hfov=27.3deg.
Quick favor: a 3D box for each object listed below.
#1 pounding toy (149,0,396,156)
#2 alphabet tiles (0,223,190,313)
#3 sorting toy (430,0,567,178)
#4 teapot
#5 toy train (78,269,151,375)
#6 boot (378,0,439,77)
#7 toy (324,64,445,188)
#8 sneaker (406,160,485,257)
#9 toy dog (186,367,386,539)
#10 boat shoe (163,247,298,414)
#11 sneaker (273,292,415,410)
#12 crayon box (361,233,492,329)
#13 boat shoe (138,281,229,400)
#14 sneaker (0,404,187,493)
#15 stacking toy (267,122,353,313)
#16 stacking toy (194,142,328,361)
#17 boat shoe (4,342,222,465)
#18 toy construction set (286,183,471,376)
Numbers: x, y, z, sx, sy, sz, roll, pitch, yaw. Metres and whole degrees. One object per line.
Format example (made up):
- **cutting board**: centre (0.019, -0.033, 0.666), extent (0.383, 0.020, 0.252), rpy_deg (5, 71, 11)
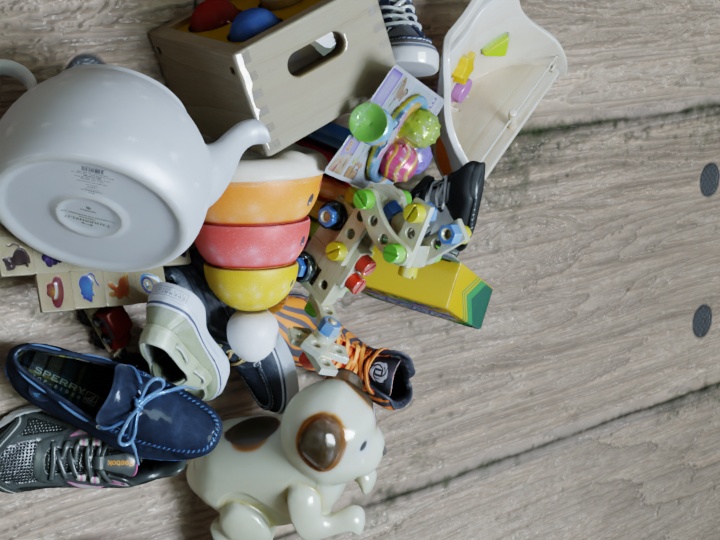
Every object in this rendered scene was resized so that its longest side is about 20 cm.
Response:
- **pounding toy**: centre (-0.076, -0.227, 1.370), extent (0.200, 0.184, 0.142), rpy_deg (-33, 121, -25)
- **alphabet tiles**: centre (-0.239, -0.049, 1.317), extent (0.200, 0.006, 0.167), rpy_deg (-5, 82, -44)
- **sorting toy**: centre (0.123, -0.210, 1.557), extent (0.200, 0.107, 0.180), rpy_deg (-54, 156, -22)
- **teapot**: centre (-0.214, -0.103, 1.232), extent (0.200, 0.197, 0.146), rpy_deg (41, 45, -41)
- **toy train**: centre (-0.231, 0.047, 1.358), extent (0.034, 0.046, 0.200), rpy_deg (-42, 125, -30)
- **boot**: centre (0.030, -0.237, 1.459), extent (0.073, 0.200, 0.091), rpy_deg (5, 92, -16)
- **toy**: centre (0.040, -0.119, 1.396), extent (0.115, 0.047, 0.200), rpy_deg (-57, 162, 6)
- **sneaker**: centre (0.073, -0.058, 1.541), extent (0.088, 0.200, 0.074), rpy_deg (18, 63, -4)
- **toy dog**: centre (-0.062, 0.175, 1.438), extent (0.194, 0.200, 0.140), rpy_deg (51, 35, -8)
- **boat shoe**: centre (-0.132, 0.067, 1.448), extent (0.091, 0.071, 0.201), rpy_deg (-33, 113, -34)
- **sneaker**: centre (-0.013, 0.083, 1.530), extent (0.200, 0.112, 0.078), rpy_deg (31, 77, -41)
- **crayon box**: centre (0.052, 0.009, 1.515), extent (0.200, 0.125, 0.052), rpy_deg (33, 74, -71)
- **boat shoe**: centre (-0.170, 0.079, 1.360), extent (0.200, 0.072, 0.062), rpy_deg (79, 33, -61)
- **sneaker**: centre (-0.243, 0.163, 1.345), extent (0.200, 0.086, 0.081), rpy_deg (-6, 102, -43)
- **stacking toy**: centre (-0.060, -0.051, 1.469), extent (0.116, 0.110, 0.200), rpy_deg (10, 102, -67)
- **stacking toy**: centre (-0.101, -0.015, 1.372), extent (0.146, 0.146, 0.201), rpy_deg (-12, 107, -42)
- **boat shoe**: centre (-0.218, 0.119, 1.296), extent (0.199, 0.069, 0.084), rpy_deg (14, 73, -3)
- **toy construction set**: centre (0.000, 0.000, 1.387), extent (0.200, 0.131, 0.092), rpy_deg (-51, 155, 10)
